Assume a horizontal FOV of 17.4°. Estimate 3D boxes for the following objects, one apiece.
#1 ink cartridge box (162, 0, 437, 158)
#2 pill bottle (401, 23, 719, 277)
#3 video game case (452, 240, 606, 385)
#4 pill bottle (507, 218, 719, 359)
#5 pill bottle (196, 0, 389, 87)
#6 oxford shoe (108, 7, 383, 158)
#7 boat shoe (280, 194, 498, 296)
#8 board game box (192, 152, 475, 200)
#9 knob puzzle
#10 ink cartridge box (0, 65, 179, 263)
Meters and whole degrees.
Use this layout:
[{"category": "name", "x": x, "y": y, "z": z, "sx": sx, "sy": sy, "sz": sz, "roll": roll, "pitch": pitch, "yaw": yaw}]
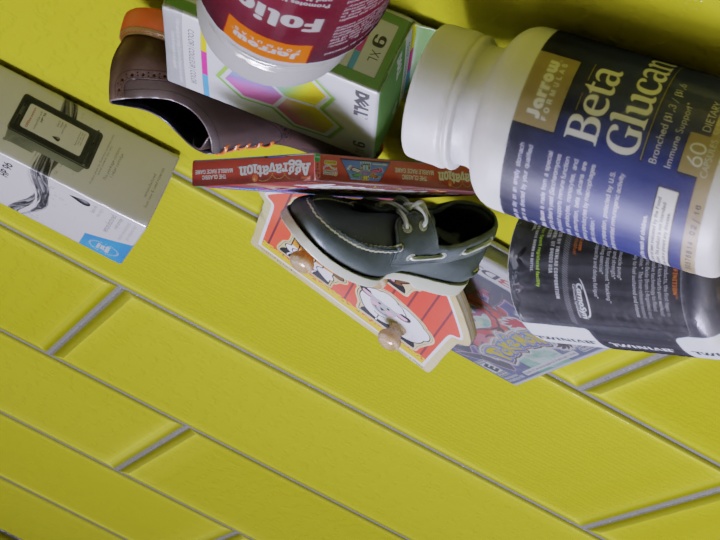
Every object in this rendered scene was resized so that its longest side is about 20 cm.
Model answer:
[{"category": "ink cartridge box", "x": -0.022, "y": -0.129, "z": 1.469, "sx": 0.199, "sy": 0.060, "sz": 0.104, "roll": 22, "pitch": 160, "yaw": 6}, {"category": "pill bottle", "x": 0.130, "y": -0.076, "z": 1.355, "sx": 0.199, "sy": 0.112, "sz": 0.111, "roll": 18, "pitch": 159, "yaw": 16}, {"category": "video game case", "x": 0.087, "y": 0.023, "z": 1.786, "sx": 0.182, "sy": 0.023, "sz": 0.200, "roll": 29, "pitch": 160, "yaw": -13}, {"category": "pill bottle", "x": 0.199, "y": 0.001, "z": 1.480, "sx": 0.199, "sy": 0.107, "sz": 0.106, "roll": 5, "pitch": 153, "yaw": 42}, {"category": "pill bottle", "x": -0.030, "y": -0.179, "z": 1.269, "sx": 0.114, "sy": 0.115, "sz": 0.200, "roll": 25, "pitch": 160, "yaw": -3}, {"category": "oxford shoe", "x": -0.079, "y": -0.102, "z": 1.573, "sx": 0.199, "sy": 0.073, "sz": 0.071, "roll": 23, "pitch": 161, "yaw": -18}, {"category": "boat shoe", "x": 0.022, "y": -0.030, "z": 1.560, "sx": 0.200, "sy": 0.062, "sz": 0.073, "roll": 12, "pitch": -144, "yaw": -53}, {"category": "board game box", "x": -0.005, "y": -0.060, "z": 1.532, "sx": 0.103, "sy": 0.020, "sz": 0.199, "roll": -3, "pitch": 177, "yaw": 39}, {"category": "knob puzzle", "x": 0.000, "y": 0.000, "z": 1.756, "sx": 0.219, "sy": 0.031, "sz": 0.220, "roll": 31, "pitch": 156, "yaw": 15}, {"category": "ink cartridge box", "x": -0.251, "y": -0.090, "z": 1.815, "sx": 0.199, "sy": 0.068, "sz": 0.116, "roll": 27, "pitch": 160, "yaw": -7}]
